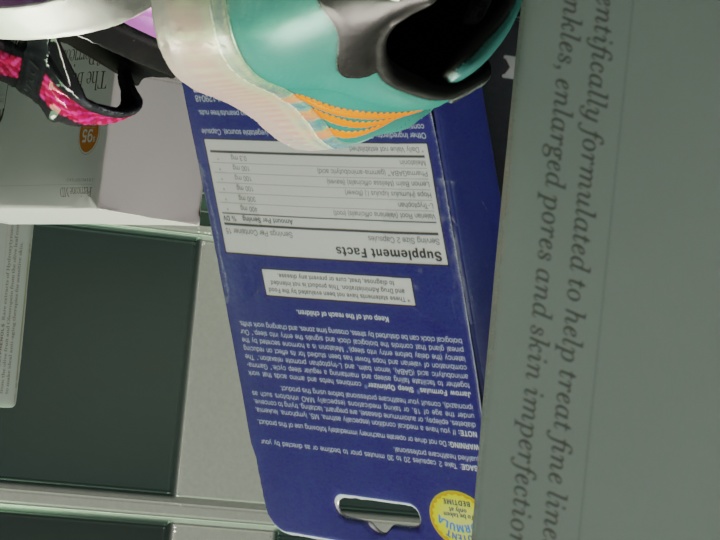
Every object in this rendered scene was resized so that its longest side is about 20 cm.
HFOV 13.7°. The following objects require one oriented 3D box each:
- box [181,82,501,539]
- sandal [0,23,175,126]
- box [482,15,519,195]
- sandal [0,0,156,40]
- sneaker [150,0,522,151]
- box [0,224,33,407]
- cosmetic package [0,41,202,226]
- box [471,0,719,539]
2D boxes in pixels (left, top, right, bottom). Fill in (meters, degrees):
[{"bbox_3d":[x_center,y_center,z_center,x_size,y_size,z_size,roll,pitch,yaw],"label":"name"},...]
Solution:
[{"bbox_3d":[0.000,0.000,1.046,0.121,0.201,0.032,4,-161,43],"label":"box"},{"bbox_3d":[-0.103,-0.075,1.050,0.075,0.045,0.200,32,178,-3],"label":"sandal"},{"bbox_3d":[0.073,-0.034,1.157,0.147,0.105,0.200,7,178,-16],"label":"box"},{"bbox_3d":[-0.097,-0.080,0.876,0.202,0.050,0.082,15,175,-15],"label":"sandal"},{"bbox_3d":[0.011,-0.069,0.814,0.079,0.072,0.200,2,-179,16],"label":"sneaker"},{"bbox_3d":[-0.431,0.018,2.742,0.198,0.201,0.171,5,180,37],"label":"box"},{"bbox_3d":[-0.126,-0.062,1.256,0.050,0.083,0.200,6,177,-29],"label":"cosmetic package"},{"bbox_3d":[0.142,0.011,0.838,0.199,0.200,0.131,6,177,10],"label":"box"}]
